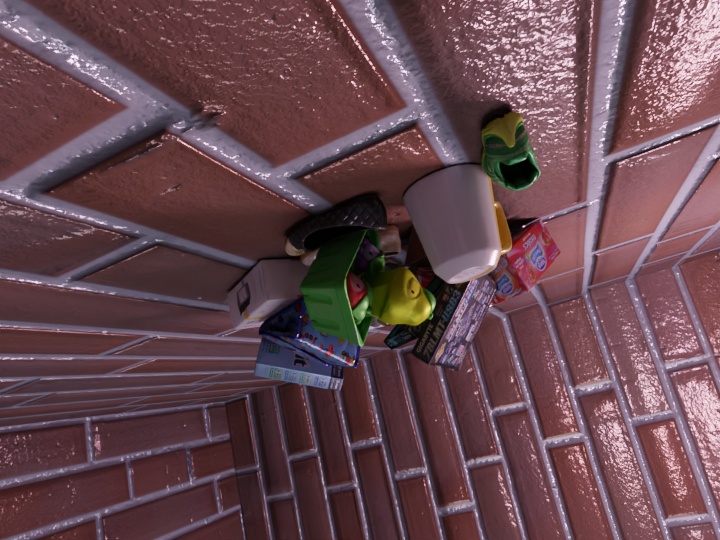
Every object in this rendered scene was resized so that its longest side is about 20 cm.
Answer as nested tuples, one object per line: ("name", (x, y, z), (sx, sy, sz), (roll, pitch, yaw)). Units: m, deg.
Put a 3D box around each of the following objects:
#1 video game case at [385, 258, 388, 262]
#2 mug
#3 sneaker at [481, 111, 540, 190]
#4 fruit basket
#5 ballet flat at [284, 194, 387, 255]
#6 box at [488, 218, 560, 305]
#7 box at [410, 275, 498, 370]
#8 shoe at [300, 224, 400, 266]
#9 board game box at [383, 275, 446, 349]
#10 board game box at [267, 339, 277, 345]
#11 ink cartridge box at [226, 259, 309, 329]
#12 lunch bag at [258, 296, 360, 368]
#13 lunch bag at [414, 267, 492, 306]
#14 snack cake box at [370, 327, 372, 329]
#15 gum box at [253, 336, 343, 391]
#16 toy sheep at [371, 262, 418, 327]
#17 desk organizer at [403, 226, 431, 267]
("video game case", (0.000, 0.000, 1.124), (0.141, 0.018, 0.200), (-28, 169, -16))
("mug", (0.175, -0.070, 0.845), (0.182, 0.157, 0.150), (-12, 164, -7))
("sneaker", (0.211, -0.147, 0.740), (0.073, 0.086, 0.199), (-19, 165, 18))
("fruit basket", (0.024, 0.022, 0.872), (0.210, 0.217, 0.158), (-14, 123, 0))
("ballet flat", (-0.046, -0.063, 0.851), (0.197, 0.058, 0.066), (-22, 162, 27))
("box", (0.349, -0.021, 1.155), (0.199, 0.097, 0.099), (-36, -176, -42))
("box", (0.191, 0.093, 1.020), (0.049, 0.204, 0.198), (26, -179, 30))
("shoe", (-0.018, -0.035, 0.984), (0.195, 0.055, 0.070), (-15, 165, 2))
("board game box", (0.135, 0.068, 1.058), (0.201, 0.028, 0.135), (-49, -178, -26))
("board game box", (-0.115, 0.129, 1.224), (0.195, 0.137, 0.035), (10, 124, -9))
("ink cartridge box", (-0.173, 0.050, 1.083), (0.145, 0.088, 0.199), (-4, 160, -35))
("lunch bag", (-0.107, 0.133, 1.054), (0.149, 0.096, 0.198), (29, 152, -27))
("lunch bag", (0.224, 0.034, 1.231), (0.196, 0.084, 0.175), (9, -165, 27))
("snack cake box", (0.017, 0.092, 1.348), (0.195, 0.118, 0.067), (-13, 166, -5))
("gum box", (-0.135, 0.185, 1.210), (0.195, 0.172, 0.045), (11, 125, -7))
("toy sheep", (0.053, 0.048, 1.092), (0.198, 0.139, 0.138), (-31, 173, -24))
("desk organizer", (0.172, -0.050, 1.075), (0.197, 0.074, 0.076), (1, 162, -44))
